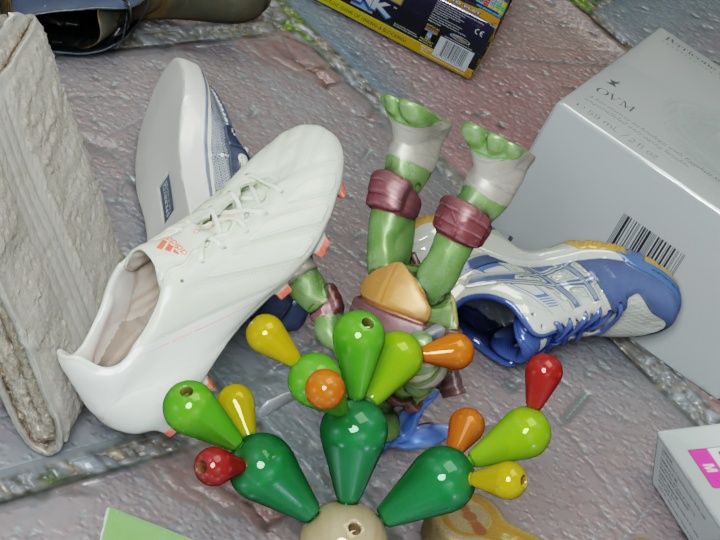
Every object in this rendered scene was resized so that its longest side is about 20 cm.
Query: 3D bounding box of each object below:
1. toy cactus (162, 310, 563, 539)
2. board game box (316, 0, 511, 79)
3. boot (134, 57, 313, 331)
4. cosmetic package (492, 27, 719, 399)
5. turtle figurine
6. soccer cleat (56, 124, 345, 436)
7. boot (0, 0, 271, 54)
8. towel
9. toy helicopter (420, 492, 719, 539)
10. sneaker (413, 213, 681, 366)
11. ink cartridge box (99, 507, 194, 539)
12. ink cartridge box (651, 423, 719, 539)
[{"bbox_3d":[0.002,0.104,1.013,0.199,0.166,0.102,2,11,-25],"label":"toy cactus"},{"bbox_3d":[0.026,-0.248,1.616,0.199,0.057,0.165,27,34,-1],"label":"board game box"},{"bbox_3d":[-0.083,-0.044,1.257,0.090,0.073,0.200,19,41,-26],"label":"boot"},{"bbox_3d":[0.230,-0.047,1.427,0.199,0.123,0.200,36,32,12],"label":"cosmetic package"},{"bbox_3d":[0.000,0.000,1.117,0.199,0.195,0.144,23,0,-17],"label":"turtle figurine"},{"bbox_3d":[-0.078,-0.005,1.068,0.069,0.200,0.078,16,-25,48],"label":"soccer cleat"},{"bbox_3d":[-0.156,-0.176,1.387,0.199,0.075,0.097,8,49,-15],"label":"boot"},{"bbox_3d":[-0.169,-0.022,1.054,0.034,0.201,0.133,-4,34,20],"label":"towel"},{"bbox_3d":[0.117,0.181,1.099,0.199,0.079,0.132,26,40,18],"label":"toy helicopter"},{"bbox_3d":[0.113,0.029,1.300,0.199,0.075,0.088,8,49,-16],"label":"sneaker"},{"bbox_3d":[-0.093,0.206,0.904,0.103,0.059,0.200,22,33,-10],"label":"ink cartridge box"},{"bbox_3d":[0.286,0.155,1.190,0.173,0.044,0.200,-7,32,-14],"label":"ink cartridge box"}]
